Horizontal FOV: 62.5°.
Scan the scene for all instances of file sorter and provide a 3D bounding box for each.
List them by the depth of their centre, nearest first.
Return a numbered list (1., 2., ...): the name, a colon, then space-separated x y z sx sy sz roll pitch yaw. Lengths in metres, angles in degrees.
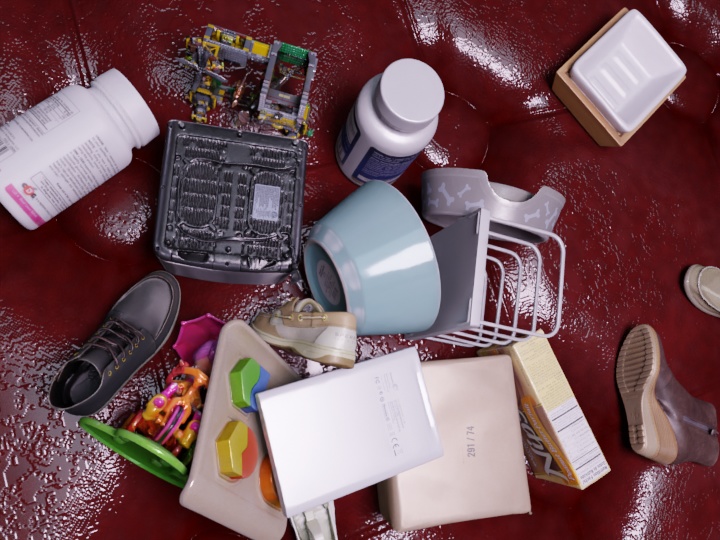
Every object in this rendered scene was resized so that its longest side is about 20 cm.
1. file sorter: 0.156 0.025 0.783 0.123 0.200 0.141 13 76 -16

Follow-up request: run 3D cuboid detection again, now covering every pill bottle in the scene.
1. pill bottle: -0.356 -0.152 0.726 0.200 0.113 0.114 -41 91 -18
2. pill bottle: 0.038 -0.193 0.792 0.109 0.200 0.113 3 78 -14

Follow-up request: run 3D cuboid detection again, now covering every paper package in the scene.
1. paper package: 0.110 0.219 0.779 0.188 0.103 0.203 -2 80 -15

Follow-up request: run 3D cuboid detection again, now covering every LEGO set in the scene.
1. LEGO set: -0.145 -0.220 0.775 0.198 0.154 0.117 18 57 -18

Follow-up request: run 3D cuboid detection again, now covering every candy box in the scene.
1. candy box: 0.245 0.188 0.813 0.055 0.115 0.202 -24 86 -17

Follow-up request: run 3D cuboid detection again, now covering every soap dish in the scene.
1. soap dish: 0.423 -0.315 0.980 0.200 0.081 0.158 -43 91 -18

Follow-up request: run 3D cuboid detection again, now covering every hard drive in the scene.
1. hard drive: -0.009 0.177 0.677 0.198 0.025 0.134 -13 84 -24

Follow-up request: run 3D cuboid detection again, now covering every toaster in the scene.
1. toaster: -0.162 -0.072 0.758 0.178 0.119 0.203 5 78 -13

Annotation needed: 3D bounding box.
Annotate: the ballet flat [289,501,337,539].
1. ballet flat: -0.059 0.307 0.737 0.069 0.069 0.203 -15 83 -17

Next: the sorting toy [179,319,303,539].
1. sorting toy: -0.115 0.184 0.671 0.036 0.186 0.202 -8 52 22

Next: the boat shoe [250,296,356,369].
1. boat shoe: -0.067 0.068 0.719 0.073 0.199 0.067 20 83 -39

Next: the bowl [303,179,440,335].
1. bowl: 0.000 0.000 0.737 0.104 0.201 0.203 -21 84 -25

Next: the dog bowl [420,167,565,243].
1. dog bowl: 0.174 -0.084 0.814 0.197 0.200 0.060 13 89 -12

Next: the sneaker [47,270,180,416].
1. sneaker: -0.281 0.083 0.702 0.074 0.106 0.201 32 73 -6

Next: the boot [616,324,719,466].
1. boot: 0.477 0.194 0.911 0.164 0.072 0.203 13 74 -24

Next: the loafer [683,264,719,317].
1. loafer: 0.619 0.050 0.964 0.198 0.068 0.076 30 73 -7

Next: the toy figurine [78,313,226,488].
1. toy figurine: -0.201 0.131 0.685 0.149 0.200 0.185 36 60 -13
